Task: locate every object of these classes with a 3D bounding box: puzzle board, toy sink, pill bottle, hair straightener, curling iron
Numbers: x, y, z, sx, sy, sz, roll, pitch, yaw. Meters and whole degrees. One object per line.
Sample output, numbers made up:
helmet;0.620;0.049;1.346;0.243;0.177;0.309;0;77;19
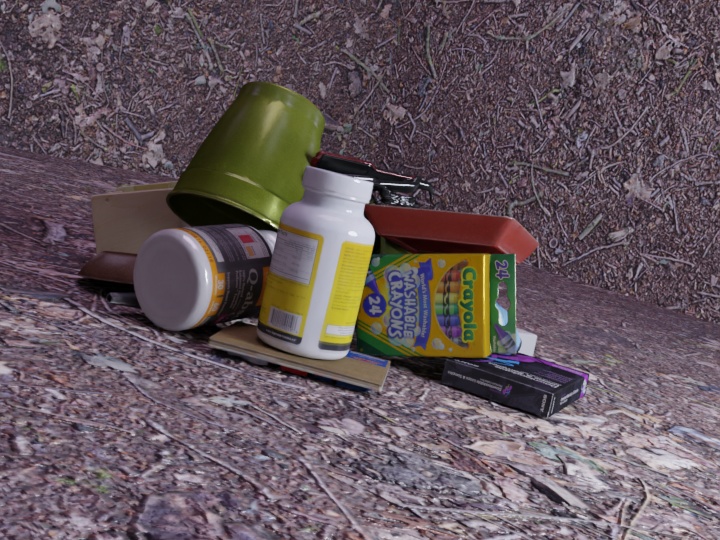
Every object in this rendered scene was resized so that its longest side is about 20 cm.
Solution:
puzzle board;-0.066;0.099;1.157;0.196;0.018;0.151;15;5;4
toy sink;-0.311;-0.074;1.514;0.127;0.115;0.200;-5;6;2
pill bottle;-0.046;-0.009;1.145;0.110;0.204;0.112;13;6;-1
pill bottle;-0.170;0.004;1.223;0.115;0.119;0.199;17;13;29
hair straightener;0.026;-0.103;1.363;0.197;0.078;0.041;13;-35;-28
curling iron;-0.242;0.039;1.249;0.049;0.026;0.199;10;4;28

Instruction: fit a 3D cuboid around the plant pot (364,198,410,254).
plant pot;0.000;0.000;1.462;0.198;0.204;0.183;18;-3;37

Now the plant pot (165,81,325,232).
plant pot;-0.138;-0.144;1.384;0.197;0.196;0.201;19;-15;5

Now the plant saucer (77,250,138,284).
plant saucer;-0.272;0.000;1.340;0.196;0.037;0.200;7;0;0

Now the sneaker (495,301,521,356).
sneaker;0.155;0.062;1.383;0.089;0.079;0.200;32;12;-31

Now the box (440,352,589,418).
box;0.201;0.138;1.287;0.141;0.037;0.199;16;9;23

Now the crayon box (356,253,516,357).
crayon box;0.094;0.042;1.259;0.196;0.129;0.051;-1;1;15

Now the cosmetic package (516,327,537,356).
cosmetic package;0.157;0.097;1.470;0.197;0.052;0.082;9;9;-34

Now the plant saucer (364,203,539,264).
plant saucer;0.120;-0.043;1.317;0.196;0.038;0.199;7;-6;21
